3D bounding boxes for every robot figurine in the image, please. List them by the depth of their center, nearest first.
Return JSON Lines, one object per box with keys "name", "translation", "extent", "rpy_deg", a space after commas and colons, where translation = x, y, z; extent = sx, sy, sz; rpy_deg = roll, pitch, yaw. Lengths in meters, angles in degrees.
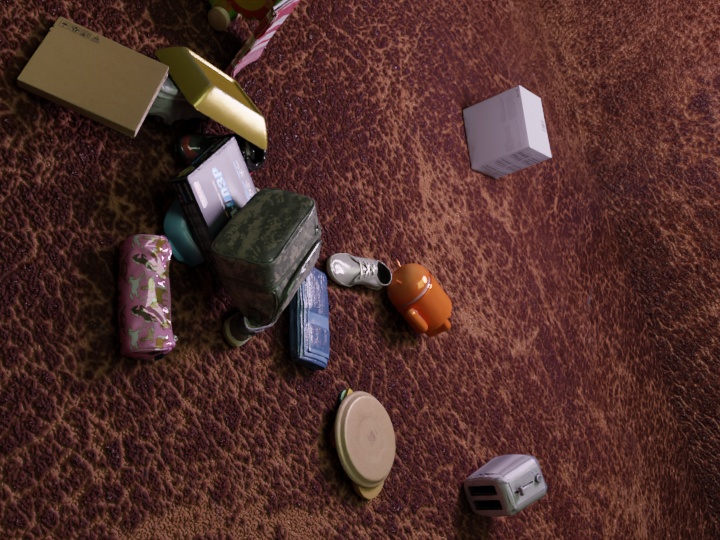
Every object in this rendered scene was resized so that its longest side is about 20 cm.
{"name": "robot figurine", "translation": [0.137, 0.065, 1.977], "extent": [0.145, 0.116, 0.201], "rpy_deg": [-51, 121, -18]}

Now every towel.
{"name": "towel", "translation": [-0.099, 0.092, 1.696], "extent": [0.111, 0.048, 0.204], "rpy_deg": [30, 52, -55]}
{"name": "towel", "translation": [-0.190, -0.478, 1.700], "extent": [0.023, 0.199, 0.145], "rpy_deg": [43, 42, -8]}

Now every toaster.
{"name": "toaster", "translation": [0.336, 0.513, 2.012], "extent": [0.128, 0.199, 0.116], "rpy_deg": [-19, 89, -37]}

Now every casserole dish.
{"name": "casserole dish", "translation": [-0.281, -0.101, 1.525], "extent": [0.122, 0.038, 0.202], "rpy_deg": [60, 39, -38]}

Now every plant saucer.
{"name": "plant saucer", "translation": [-0.264, -0.330, 1.563], "extent": [0.199, 0.049, 0.201], "rpy_deg": [26, 21, -50]}

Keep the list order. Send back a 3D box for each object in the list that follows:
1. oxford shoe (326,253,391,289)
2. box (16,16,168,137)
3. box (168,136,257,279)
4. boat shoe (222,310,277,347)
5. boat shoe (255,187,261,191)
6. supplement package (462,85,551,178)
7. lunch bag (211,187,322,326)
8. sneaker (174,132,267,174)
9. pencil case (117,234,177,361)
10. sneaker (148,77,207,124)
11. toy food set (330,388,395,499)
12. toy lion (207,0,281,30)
{"name": "oxford shoe", "translation": [0.000, 0.000, 1.870], "extent": [0.198, 0.057, 0.077], "rpy_deg": [14, 67, -48]}
{"name": "box", "translation": [-0.431, -0.316, 1.375], "extent": [0.197, 0.021, 0.166], "rpy_deg": [23, 53, -11]}
{"name": "box", "translation": [-0.244, -0.112, 1.508], "extent": [0.159, 0.045, 0.203], "rpy_deg": [-52, 130, -48]}
{"name": "boat shoe", "translation": [-0.180, 0.075, 1.587], "extent": [0.073, 0.065, 0.201], "rpy_deg": [61, 36, -10]}
{"name": "boat shoe", "translation": [-0.170, -0.073, 1.650], "extent": [0.064, 0.072, 0.204], "rpy_deg": [-11, 78, -55]}
{"name": "supplement package", "translation": [0.432, -0.404, 2.497], "extent": [0.146, 0.197, 0.196], "rpy_deg": [12, 67, -50]}
{"name": "lunch bag", "translation": [-0.153, -0.023, 1.490], "extent": [0.170, 0.137, 0.201], "rpy_deg": [85, 28, -44]}
{"name": "sneaker", "translation": [-0.255, -0.226, 1.590], "extent": [0.198, 0.097, 0.073], "rpy_deg": [6, 72, -50]}
{"name": "pencil case", "translation": [-0.346, 0.041, 1.367], "extent": [0.086, 0.082, 0.205], "rpy_deg": [13, 65, -49]}
{"name": "sneaker", "translation": [-0.344, -0.304, 1.537], "extent": [0.075, 0.082, 0.199], "rpy_deg": [46, 14, 18]}
{"name": "toy food set", "translation": [0.007, 0.348, 1.739], "extent": [0.201, 0.048, 0.200], "rpy_deg": [51, 40, -26]}
{"name": "toy lion", "translation": [-0.249, -0.582, 1.667], "extent": [0.202, 0.189, 0.069], "rpy_deg": [56, 39, -19]}
